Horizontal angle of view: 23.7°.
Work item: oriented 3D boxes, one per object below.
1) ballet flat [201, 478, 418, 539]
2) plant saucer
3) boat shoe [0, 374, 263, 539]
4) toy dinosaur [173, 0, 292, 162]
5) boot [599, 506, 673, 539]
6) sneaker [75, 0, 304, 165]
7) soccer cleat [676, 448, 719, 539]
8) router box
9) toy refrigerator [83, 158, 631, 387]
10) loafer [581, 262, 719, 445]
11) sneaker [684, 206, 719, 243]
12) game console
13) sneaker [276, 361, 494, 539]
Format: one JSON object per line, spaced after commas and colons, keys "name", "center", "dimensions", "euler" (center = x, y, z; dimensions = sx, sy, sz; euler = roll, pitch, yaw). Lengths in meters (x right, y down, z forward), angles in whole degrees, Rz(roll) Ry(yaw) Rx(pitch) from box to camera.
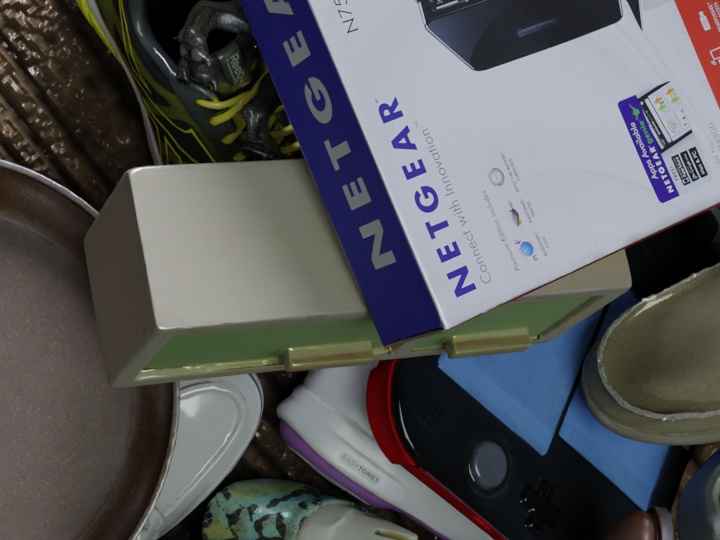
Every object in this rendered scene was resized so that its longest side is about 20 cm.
{"name": "ballet flat", "center": [0.023, 0.148, 0.785], "dimensions": [0.200, 0.074, 0.074], "euler": [31, 88, -21]}
{"name": "plant saucer", "center": [-0.172, 0.053, 0.695], "dimensions": [0.199, 0.032, 0.201], "euler": [0, 82, -3]}
{"name": "boat shoe", "center": [-0.121, 0.106, 0.738], "dimensions": [0.200, 0.066, 0.072], "euler": [-32, 109, -13]}
{"name": "toy dinosaur", "center": [-0.032, -0.093, 0.663], "dimensions": [0.200, 0.047, 0.088], "euler": [40, 64, -28]}
{"name": "boot", "center": [0.011, 0.149, 0.721], "dimensions": [0.199, 0.064, 0.187], "euler": [24, 102, -8]}
{"name": "sneaker", "center": [-0.059, -0.068, 0.720], "dimensions": [0.074, 0.085, 0.200], "euler": [-36, 109, -10]}
{"name": "soccer cleat", "center": [0.229, 0.069, 0.782], "dimensions": [0.200, 0.086, 0.070], "euler": [-44, 87, -1]}
{"name": "router box", "center": [0.052, -0.096, 0.646], "dimensions": [0.179, 0.049, 0.201], "euler": [-24, 91, -29]}
{"name": "toy refrigerator", "center": [0.000, 0.000, 0.676], "dimensions": [0.199, 0.076, 0.070], "euler": [-5, 72, -25]}
{"name": "loafer", "center": [0.189, 0.017, 0.742], "dimensions": [0.199, 0.076, 0.068], "euler": [-18, 146, 8]}
{"name": "sneaker", "center": [0.208, -0.028, 0.834], "dimensions": [0.074, 0.087, 0.200], "euler": [-59, 141, -5]}
{"name": "game console", "center": [0.097, 0.037, 0.789], "dimensions": [0.177, 0.031, 0.201], "euler": [39, 60, -22]}
{"name": "sneaker", "center": [0.062, 0.086, 0.801], "dimensions": [0.200, 0.075, 0.100], "euler": [33, 86, -23]}
